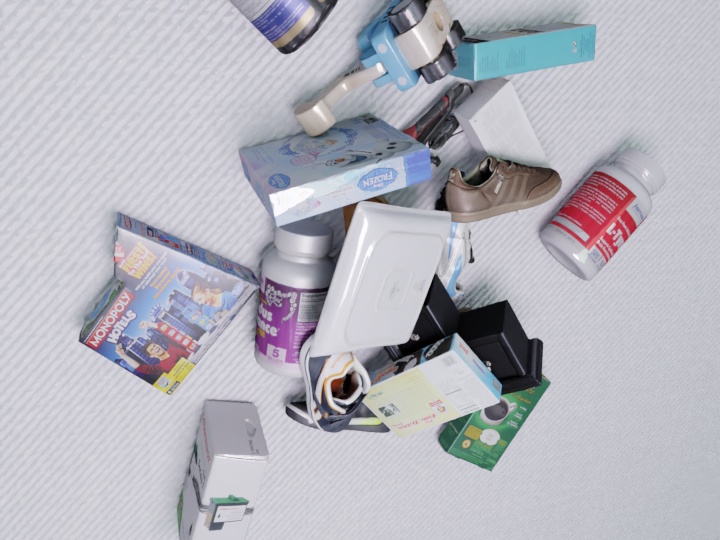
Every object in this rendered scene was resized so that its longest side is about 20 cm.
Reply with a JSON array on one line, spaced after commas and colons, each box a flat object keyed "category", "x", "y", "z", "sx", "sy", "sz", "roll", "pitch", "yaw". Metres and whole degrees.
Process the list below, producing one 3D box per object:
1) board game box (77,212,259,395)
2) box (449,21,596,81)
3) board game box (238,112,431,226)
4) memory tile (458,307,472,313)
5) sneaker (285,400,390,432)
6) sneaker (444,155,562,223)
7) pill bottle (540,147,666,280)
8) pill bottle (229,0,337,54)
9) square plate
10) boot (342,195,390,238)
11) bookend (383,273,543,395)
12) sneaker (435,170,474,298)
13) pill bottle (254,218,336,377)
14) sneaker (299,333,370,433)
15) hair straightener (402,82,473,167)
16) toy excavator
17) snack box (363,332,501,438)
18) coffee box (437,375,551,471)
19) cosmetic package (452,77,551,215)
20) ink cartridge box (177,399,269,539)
[{"category": "board game box", "x": -0.273, "y": 0.031, "z": 0.858, "sx": 0.199, "sy": 0.062, "sz": 0.201, "roll": 40, "pitch": 93, "yaw": -28}, {"category": "box", "x": 0.228, "y": -0.312, "z": 0.908, "sx": 0.195, "sy": 0.082, "sz": 0.050, "roll": -14, "pitch": 116, "yaw": -15}, {"category": "board game box", "x": -0.040, "y": -0.134, "z": 0.805, "sx": 0.194, "sy": 0.200, "sz": 0.044, "roll": -17, "pitch": 119, "yaw": -13}, {"category": "memory tile", "x": 0.193, "y": 0.170, "z": 1.122, "sx": 0.150, "sy": 0.017, "sz": 0.204, "roll": 14, "pitch": 105, "yaw": -25}, {"category": "sneaker", "x": -0.028, "y": 0.210, "z": 1.034, "sx": 0.195, "sy": 0.071, "sz": 0.085, "roll": 10, "pitch": 86, "yaw": -26}, {"category": "sneaker", "x": 0.207, "y": -0.127, "z": 0.907, "sx": 0.196, "sy": 0.070, "sz": 0.077, "roll": -20, "pitch": 116, "yaw": -23}, {"category": "pill bottle", "x": 0.396, "y": -0.094, "z": 1.042, "sx": 0.112, "sy": 0.112, "sz": 0.201, "roll": 40, "pitch": 93, "yaw": -29}, {"category": "pill bottle", "x": -0.123, "y": -0.360, "z": 0.734, "sx": 0.199, "sy": 0.112, "sz": 0.112, "roll": 40, "pitch": 93, "yaw": -29}, {"category": "square plate", "x": 0.036, "y": 0.018, "z": 0.822, "sx": 0.195, "sy": 0.028, "sz": 0.205, "roll": 0, "pitch": 115, "yaw": -48}, {"category": "boot", "x": 0.000, "y": 0.000, "z": 0.872, "sx": 0.072, "sy": 0.158, "sz": 0.202, "roll": 7, "pitch": 146, "yaw": 18}, {"category": "bookend", "x": 0.145, "y": 0.094, "z": 0.966, "sx": 0.196, "sy": 0.093, "sz": 0.201, "roll": -19, "pitch": 118, "yaw": 30}, {"category": "sneaker", "x": 0.145, "y": -0.053, "z": 0.981, "sx": 0.070, "sy": 0.072, "sz": 0.205, "roll": 5, "pitch": 115, "yaw": -7}, {"category": "pill bottle", "x": -0.090, "y": 0.036, "z": 0.903, "sx": 0.109, "sy": 0.112, "sz": 0.206, "roll": 1, "pitch": 110, "yaw": -21}, {"category": "sneaker", "x": -0.030, "y": 0.178, "z": 0.900, "sx": 0.078, "sy": 0.078, "sz": 0.203, "roll": -44, "pitch": 144, "yaw": -27}, {"category": "hair straightener", "x": 0.097, "y": -0.191, "z": 0.936, "sx": 0.201, "sy": 0.041, "sz": 0.077, "roll": -48, "pitch": 132, "yaw": -4}, {"category": "toy excavator", "x": 0.020, "y": -0.269, "z": 0.840, "sx": 0.100, "sy": 0.197, "sz": 0.197, "roll": 48, "pitch": 45, "yaw": -28}, {"category": "snack box", "x": 0.098, "y": 0.178, "z": 0.959, "sx": 0.198, "sy": 0.037, "sz": 0.116, "roll": -30, "pitch": 113, "yaw": 35}, {"category": "coffee box", "x": 0.237, "y": 0.249, "z": 1.136, "sx": 0.121, "sy": 0.044, "sz": 0.203, "roll": 26, "pitch": 100, "yaw": -28}, {"category": "cosmetic package", "x": 0.218, "y": -0.184, "z": 0.958, "sx": 0.082, "sy": 0.051, "sz": 0.201, "roll": -43, "pitch": 128, "yaw": -3}, {"category": "ink cartridge box", "x": -0.208, "y": 0.317, "z": 0.949, "sx": 0.082, "sy": 0.146, "sz": 0.205, "roll": 11, "pitch": 106, "yaw": -23}]
